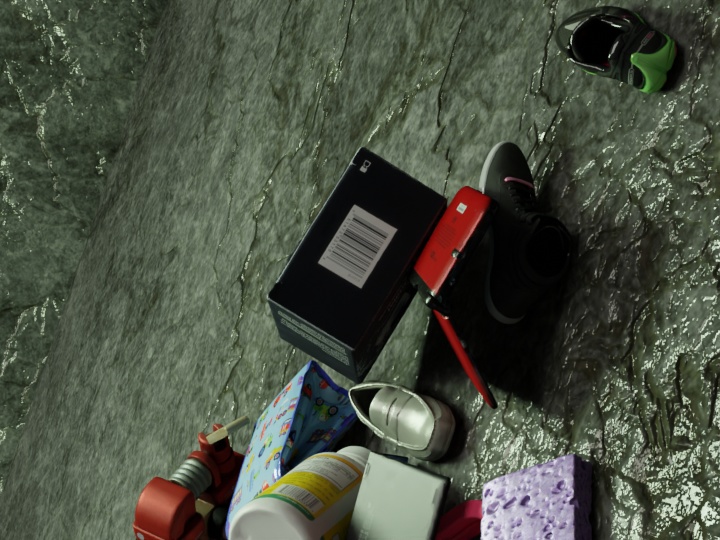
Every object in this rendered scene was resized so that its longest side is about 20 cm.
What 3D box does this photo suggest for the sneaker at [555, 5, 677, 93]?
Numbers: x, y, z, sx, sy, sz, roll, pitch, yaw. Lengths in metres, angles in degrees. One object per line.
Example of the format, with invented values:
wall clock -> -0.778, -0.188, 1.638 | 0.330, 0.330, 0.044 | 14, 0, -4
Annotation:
sneaker -> 0.242, -0.232, 1.582 | 0.077, 0.083, 0.200 | -67, 22, 6

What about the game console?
game console -> 0.119, 0.021, 1.593 | 0.173, 0.118, 0.200 | -59, 7, 4

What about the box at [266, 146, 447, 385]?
box -> 0.000, 0.000, 1.760 | 0.198, 0.117, 0.200 | -58, -9, -11

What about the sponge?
sponge -> 0.153, 0.268, 1.400 | 0.111, 0.030, 0.201 | -25, 47, 37

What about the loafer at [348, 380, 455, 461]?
loafer -> 0.043, 0.161, 1.739 | 0.200, 0.069, 0.071 | 10, 81, 68

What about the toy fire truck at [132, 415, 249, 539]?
toy fire truck -> -0.205, 0.269, 2.037 | 0.176, 0.128, 0.201 | -44, -40, -39

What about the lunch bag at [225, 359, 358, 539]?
lunch bag -> -0.095, 0.230, 1.887 | 0.151, 0.094, 0.200 | -50, 6, 41

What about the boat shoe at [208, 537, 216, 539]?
boat shoe -> -0.196, 0.356, 2.166 | 0.073, 0.075, 0.200 | -39, 28, 9

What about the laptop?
laptop -> 0.042, 0.292, 1.630 | 0.199, 0.115, 0.189 | 11, 84, 53

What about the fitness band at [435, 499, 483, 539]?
fitness band -> 0.095, 0.308, 1.543 | 0.200, 0.037, 0.145 | -48, 33, 45

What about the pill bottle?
pill bottle -> -0.046, 0.263, 1.703 | 0.113, 0.113, 0.200 | -56, -14, 31

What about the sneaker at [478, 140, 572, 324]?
sneaker -> 0.173, -0.054, 1.619 | 0.099, 0.070, 0.202 | -38, 45, 54
